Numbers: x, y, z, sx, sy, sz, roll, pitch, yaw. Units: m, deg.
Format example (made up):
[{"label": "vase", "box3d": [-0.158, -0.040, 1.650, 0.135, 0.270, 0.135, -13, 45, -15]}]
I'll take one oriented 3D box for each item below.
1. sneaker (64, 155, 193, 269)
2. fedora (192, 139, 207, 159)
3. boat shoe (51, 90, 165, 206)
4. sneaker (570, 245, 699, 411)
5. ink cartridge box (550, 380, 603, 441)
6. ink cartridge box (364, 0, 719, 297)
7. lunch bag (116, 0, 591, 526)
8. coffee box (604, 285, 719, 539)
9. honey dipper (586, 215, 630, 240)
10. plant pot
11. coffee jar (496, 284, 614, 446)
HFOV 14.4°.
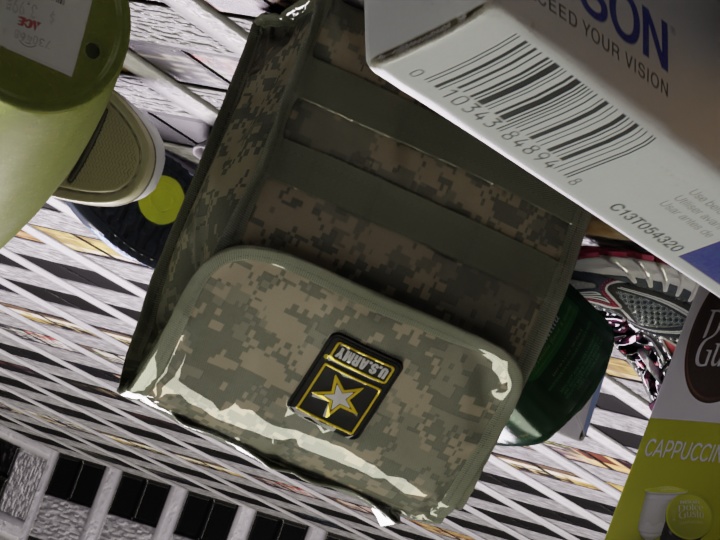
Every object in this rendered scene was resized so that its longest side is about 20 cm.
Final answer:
[{"label": "sneaker", "box3d": [-0.104, -0.023, 1.743, 0.199, 0.066, 0.078, 24, 173, -23]}, {"label": "fedora", "box3d": [-0.022, -0.006, 1.595, 0.176, 0.091, 0.200, 24, 169, -20]}, {"label": "boat shoe", "box3d": [-0.184, -0.083, 1.586, 0.199, 0.075, 0.068, 23, 179, 28]}, {"label": "sneaker", "box3d": [0.167, 0.041, 1.528, 0.199, 0.075, 0.080, 28, 168, -32]}, {"label": "ink cartridge box", "box3d": [0.052, 0.050, 1.791, 0.136, 0.077, 0.200, 24, 168, -19]}, {"label": "ink cartridge box", "box3d": [0.072, -0.100, 0.711, 0.043, 0.201, 0.196, -21, 146, 34]}, {"label": "lunch bag", "box3d": [0.000, 0.000, 1.275, 0.163, 0.201, 0.118, 24, 170, -17]}, {"label": "coffee box", "box3d": [0.262, 0.108, 1.340, 0.199, 0.199, 0.199, 27, 169, -24]}, {"label": "honey dipper", "box3d": [0.131, -0.022, 1.392, 0.038, 0.038, 0.200, 26, 173, -31]}, {"label": "plant pot", "box3d": [-0.190, -0.094, 1.289, 0.186, 0.188, 0.200, 25, 157, -25]}, {"label": "coffee jar", "box3d": [0.029, -0.003, 1.417, 0.200, 0.086, 0.104, 44, 160, -26]}]
